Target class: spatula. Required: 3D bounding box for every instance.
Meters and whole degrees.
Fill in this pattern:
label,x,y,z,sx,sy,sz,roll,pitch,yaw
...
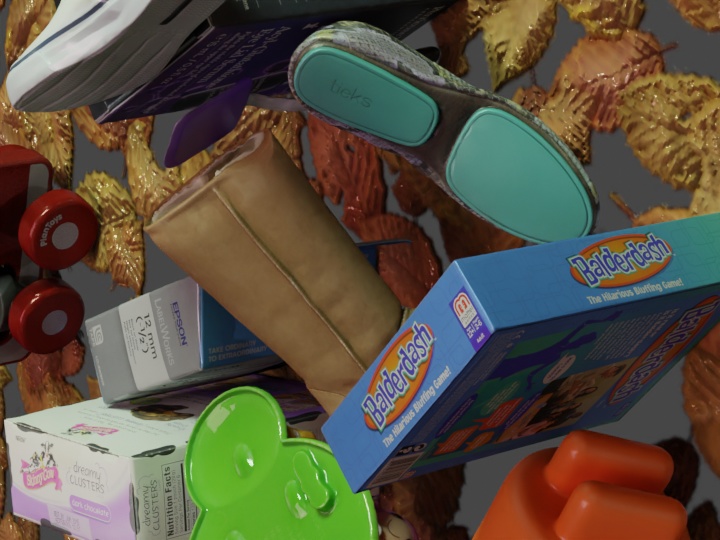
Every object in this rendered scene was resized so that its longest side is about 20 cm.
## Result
label,x,y,z,sx,sy,sz,roll,pitch,yaw
spatula,-0.032,-0.103,1.063,0.021,0.199,0.057,59,148,21

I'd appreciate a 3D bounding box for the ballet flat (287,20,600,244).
label,x,y,z,sx,sy,sz,roll,pitch,yaw
ballet flat,0.053,-0.085,1.034,0.199,0.072,0.072,30,133,-6

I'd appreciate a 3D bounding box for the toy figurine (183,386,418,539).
label,x,y,z,sx,sy,sz,roll,pitch,yaw
toy figurine,-0.004,0.181,1.116,0.150,0.184,0.201,-42,49,18

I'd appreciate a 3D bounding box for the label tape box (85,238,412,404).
label,x,y,z,sx,sy,sz,roll,pitch,yaw
label tape box,-0.072,0.033,1.189,0.199,0.142,0.067,-18,84,52

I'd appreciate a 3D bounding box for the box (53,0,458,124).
label,x,y,z,sx,sy,sz,roll,pitch,yaw
box,-0.063,-0.174,1.084,0.148,0.199,0.105,-29,78,51

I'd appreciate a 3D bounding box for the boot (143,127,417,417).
label,x,y,z,sx,sy,sz,roll,pitch,yaw
boot,0.000,0.000,1.036,0.175,0.066,0.200,-36,104,15

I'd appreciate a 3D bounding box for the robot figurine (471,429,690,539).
label,x,y,z,sx,sy,sz,roll,pitch,yaw
robot figurine,0.112,0.182,1.011,0.144,0.116,0.201,46,131,27

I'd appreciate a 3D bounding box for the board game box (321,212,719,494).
label,x,y,z,sx,sy,sz,roll,pitch,yaw
board game box,0.096,0.041,0.932,0.045,0.199,0.152,61,138,24

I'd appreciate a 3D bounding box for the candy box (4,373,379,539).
label,x,y,z,sx,sy,sz,roll,pitch,yaw
candy box,-0.115,0.127,1.221,0.167,0.199,0.072,8,105,51

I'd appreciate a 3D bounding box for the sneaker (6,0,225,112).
label,x,y,z,sx,sy,sz,roll,pitch,yaw
sneaker,-0.130,-0.149,0.967,0.199,0.073,0.071,-29,70,42

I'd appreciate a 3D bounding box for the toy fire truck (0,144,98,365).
label,x,y,z,sx,sy,sz,roll,pitch,yaw
toy fire truck,-0.320,-0.008,1.477,0.112,0.167,0.201,38,126,40
